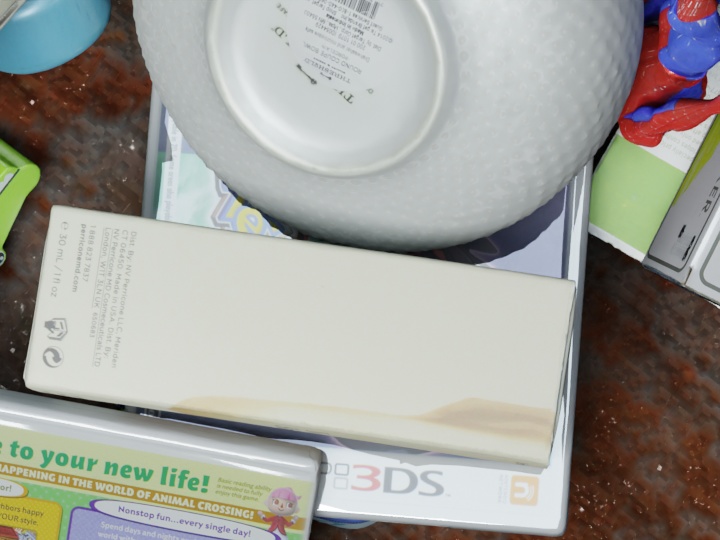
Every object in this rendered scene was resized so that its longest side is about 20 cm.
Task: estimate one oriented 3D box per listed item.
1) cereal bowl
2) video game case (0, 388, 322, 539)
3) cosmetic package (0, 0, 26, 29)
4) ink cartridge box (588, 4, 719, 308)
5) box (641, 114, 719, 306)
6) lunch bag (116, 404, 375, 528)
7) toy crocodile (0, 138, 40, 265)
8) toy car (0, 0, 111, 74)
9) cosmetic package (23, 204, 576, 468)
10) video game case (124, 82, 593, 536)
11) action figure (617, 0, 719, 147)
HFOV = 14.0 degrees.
[{"bbox_3d":[0.000,-0.093,1.090,0.199,0.083,0.201,10,118,19],"label":"cereal bowl"},{"bbox_3d":[-0.127,0.140,1.172,0.199,0.022,0.183,10,106,1],"label":"video game case"},{"bbox_3d":[-0.234,-0.081,1.184,0.104,0.073,0.200,44,134,-9],"label":"cosmetic package"},{"bbox_3d":[0.195,-0.074,1.235,0.147,0.076,0.201,30,91,3],"label":"ink cartridge box"},{"bbox_3d":[0.227,-0.007,1.162,0.199,0.060,0.117,25,93,-13],"label":"box"},{"bbox_3d":[-0.015,-0.003,1.235,0.160,0.082,0.201,31,87,6],"label":"lunch bag"},{"bbox_3d":[-0.205,0.029,1.251,0.067,0.062,0.200,28,81,39],"label":"toy crocodile"},{"bbox_3d":[-0.179,-0.212,1.238,0.176,0.185,0.200,-3,42,26],"label":"toy car"},{"bbox_3d":[-0.019,0.026,1.119,0.199,0.105,0.071,8,87,5],"label":"cosmetic package"},{"bbox_3d":[0.000,0.000,1.181,0.181,0.023,0.201,4,85,3],"label":"video game case"},{"bbox_3d":[0.128,-0.091,1.106,0.051,0.200,0.066,2,73,-7],"label":"action figure"}]
